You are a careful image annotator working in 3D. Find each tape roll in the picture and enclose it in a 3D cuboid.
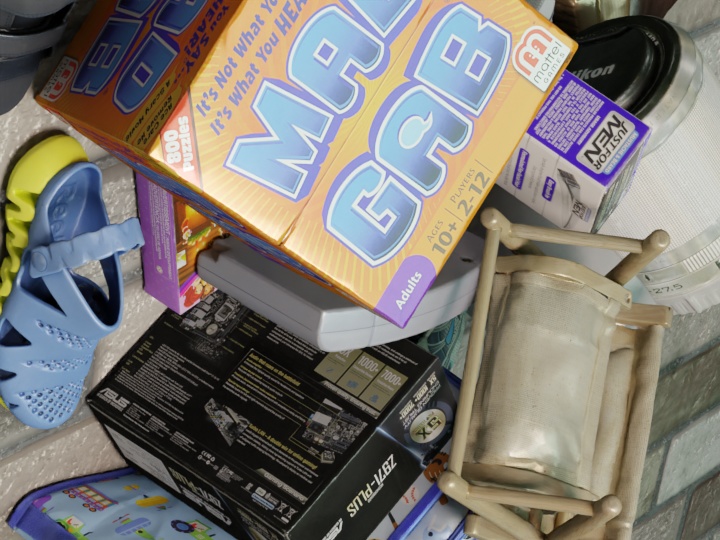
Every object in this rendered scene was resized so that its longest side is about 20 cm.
[{"bbox_3d":[0.142,0.013,1.786,0.066,0.200,0.201,-49,147,-14],"label":"tape roll"}]

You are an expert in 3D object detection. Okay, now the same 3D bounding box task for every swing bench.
[{"bbox_3d":[0.140,0.087,1.577,0.200,0.129,0.200,65,34,-70],"label":"swing bench"}]

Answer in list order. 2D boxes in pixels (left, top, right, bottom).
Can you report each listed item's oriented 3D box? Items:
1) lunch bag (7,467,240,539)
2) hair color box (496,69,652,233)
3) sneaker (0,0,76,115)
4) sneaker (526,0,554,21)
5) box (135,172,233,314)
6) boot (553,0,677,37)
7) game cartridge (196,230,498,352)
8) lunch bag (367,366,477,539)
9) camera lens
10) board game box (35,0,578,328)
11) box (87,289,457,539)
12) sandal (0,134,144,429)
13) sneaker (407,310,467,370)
[{"bbox_3d":[-0.138,0.199,1.584,0.200,0.150,0.095,13,105,-57],"label":"lunch bag"},{"bbox_3d":[0.102,-0.113,1.602,0.065,0.200,0.109,-50,169,-17],"label":"hair color box"},{"bbox_3d":[-0.195,-0.164,1.280,0.078,0.079,0.201,-29,138,-41],"label":"sneaker"},{"bbox_3d":[0.088,-0.133,1.711,0.200,0.073,0.071,-51,149,-12],"label":"sneaker"},{"bbox_3d":[-0.070,-0.076,1.564,0.200,0.039,0.138,-36,142,-34],"label":"box"},{"bbox_3d":[0.227,-0.196,1.858,0.166,0.072,0.201,-38,139,-28],"label":"boot"},{"bbox_3d":[0.000,0.000,1.563,0.199,0.133,0.041,-19,126,-48],"label":"game cartridge"},{"bbox_3d":[0.031,0.161,1.683,0.200,0.160,0.076,-49,153,-9],"label":"lunch bag"},{"bbox_3d":[0.221,-0.084,1.748,0.160,0.160,0.200,-50,126,-15],"label":"camera lens"},{"bbox_3d":[-0.036,-0.118,1.361,0.199,0.200,0.201,34,86,-29],"label":"board game box"},{"bbox_3d":[-0.059,0.097,1.568,0.164,0.199,0.086,-49,145,-19],"label":"box"},{"bbox_3d":[-0.187,0.020,1.434,0.079,0.087,0.201,-26,137,-44],"label":"sandal"},{"bbox_3d":[0.047,0.025,1.793,0.086,0.077,0.201,-42,154,-36],"label":"sneaker"}]
